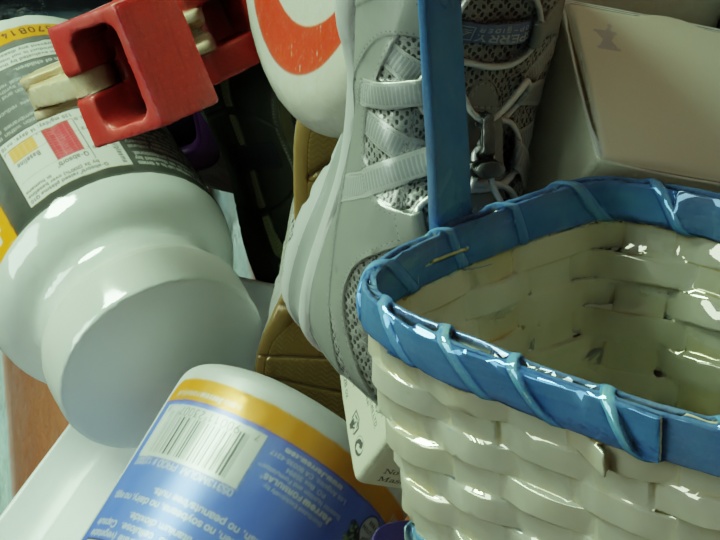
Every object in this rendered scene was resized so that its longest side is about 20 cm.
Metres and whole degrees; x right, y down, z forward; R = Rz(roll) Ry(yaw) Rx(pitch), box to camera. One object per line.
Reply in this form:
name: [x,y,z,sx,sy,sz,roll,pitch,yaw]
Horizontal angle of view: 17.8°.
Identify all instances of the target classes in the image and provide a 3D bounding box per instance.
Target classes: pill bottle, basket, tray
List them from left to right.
pill bottle: [-0.126,-0.019,1.043,0.200,0.116,0.117,55,134,43]
tray: [-0.097,0.086,1.035,0.107,0.022,0.200,12,59,47]
pill bottle: [-0.072,0.147,0.917,0.200,0.112,0.112,-59,15,-20]
basket: [0.084,0.004,0.617,0.176,0.139,0.201,23,126,36]

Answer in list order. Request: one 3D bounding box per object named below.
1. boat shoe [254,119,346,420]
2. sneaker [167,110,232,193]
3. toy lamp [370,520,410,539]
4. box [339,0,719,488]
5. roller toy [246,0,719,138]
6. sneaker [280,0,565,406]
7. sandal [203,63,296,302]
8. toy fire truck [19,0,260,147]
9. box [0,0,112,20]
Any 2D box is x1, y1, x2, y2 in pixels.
boat shoe: [0.000,0.000,0.986,0.069,0.071,0.201,-68,-12,-64]
sneaker: [-0.046,-0.110,1.091,0.075,0.087,0.200,-107,32,-46]
toy lamp: [0.000,0.198,0.920,0.058,0.058,0.200,-121,43,-57]
box: [0.065,0.001,0.793,0.200,0.082,0.069,122,148,-48]
roller toy: [0.037,-0.136,0.815,0.183,0.139,0.200,-112,34,-46]
sneaker: [0.033,-0.039,0.709,0.082,0.075,0.200,-123,35,-44]
sandal: [-0.030,-0.073,1.048,0.080,0.057,0.202,13,119,53]
toy fire truck: [-0.086,-0.090,0.931,0.200,0.141,0.049,-9,107,57]
box: [-0.134,-0.172,1.184,0.200,0.196,0.118,135,137,-56]
